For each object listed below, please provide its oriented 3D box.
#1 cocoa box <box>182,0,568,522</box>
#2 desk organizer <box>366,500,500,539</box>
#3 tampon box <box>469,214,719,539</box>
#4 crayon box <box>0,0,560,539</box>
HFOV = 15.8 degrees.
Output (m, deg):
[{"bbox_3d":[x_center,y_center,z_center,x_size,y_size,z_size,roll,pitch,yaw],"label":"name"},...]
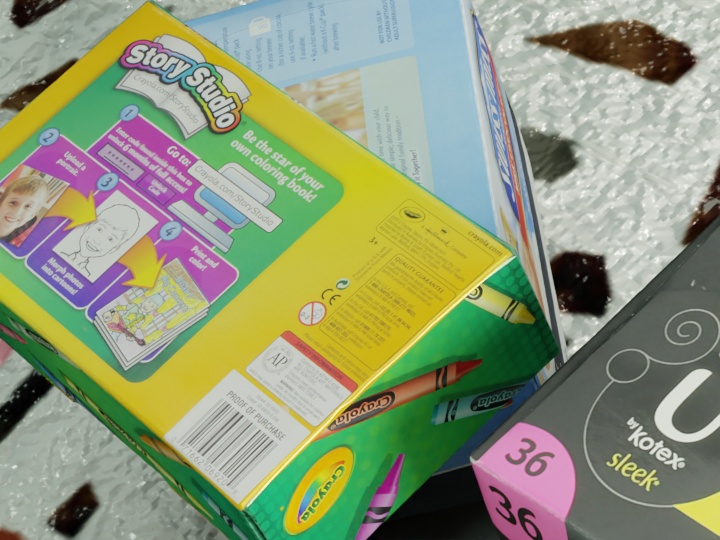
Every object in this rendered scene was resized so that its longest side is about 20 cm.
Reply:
[{"bbox_3d":[0.000,0.000,0.981,0.133,0.131,0.200,-15,45,9],"label":"cocoa box"},{"bbox_3d":[-0.018,0.140,0.896,0.200,0.077,0.072,-16,9,30],"label":"desk organizer"},{"bbox_3d":[0.146,0.108,0.772,0.126,0.200,0.150,-43,47,-19],"label":"tampon box"},{"bbox_3d":[-0.047,0.003,0.863,0.119,0.058,0.200,-43,50,-13],"label":"crayon box"}]
